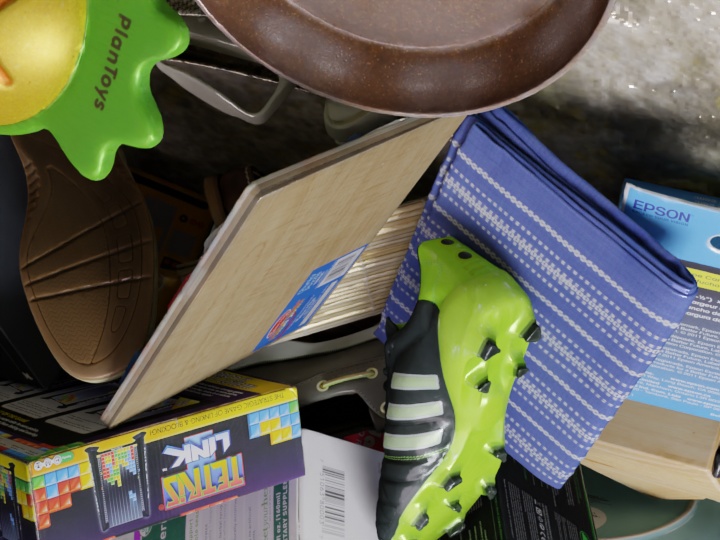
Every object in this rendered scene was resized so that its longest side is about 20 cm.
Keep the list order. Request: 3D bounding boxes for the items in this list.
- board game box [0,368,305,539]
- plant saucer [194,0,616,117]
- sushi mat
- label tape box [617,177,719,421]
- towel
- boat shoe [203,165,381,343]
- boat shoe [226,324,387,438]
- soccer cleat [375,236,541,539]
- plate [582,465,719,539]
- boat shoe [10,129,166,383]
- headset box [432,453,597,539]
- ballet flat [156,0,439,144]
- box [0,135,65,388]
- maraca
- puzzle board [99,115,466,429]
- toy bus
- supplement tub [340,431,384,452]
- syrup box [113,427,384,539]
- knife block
[{"bbox_3d":[-0.154,0.095,0.914,0.165,0.057,0.199,-12,-168,-35],"label":"board game box"},{"bbox_3d":[0.012,-0.148,0.671,0.199,0.035,0.201,12,140,10],"label":"plant saucer"},{"bbox_3d":[0.000,0.000,0.910,0.199,0.012,0.096,-16,147,2],"label":"sushi mat"},{"bbox_3d":[0.199,0.008,0.852,0.142,0.066,0.200,13,148,9],"label":"label tape box"},{"bbox_3d":[0.085,0.018,0.848,0.145,0.024,0.200,41,144,14],"label":"towel"},{"bbox_3d":[-0.028,-0.006,0.968,0.070,0.071,0.200,-20,149,11],"label":"boat shoe"},{"bbox_3d":[0.005,0.071,0.974,0.200,0.061,0.072,-11,152,7],"label":"boat shoe"},{"bbox_3d":[0.041,0.071,0.870,0.081,0.067,0.201,49,139,36],"label":"soccer cleat"},{"bbox_3d":[0.156,0.159,1.079,0.199,0.200,0.026,4,109,25],"label":"plate"},{"bbox_3d":[-0.145,-0.029,0.870,0.073,0.201,0.063,-14,155,2],"label":"boat shoe"},{"bbox_3d":[0.041,0.206,0.966,0.093,0.175,0.200,35,120,-29],"label":"headset box"},{"bbox_3d":[-0.031,-0.100,0.775,0.199,0.076,0.068,14,152,7],"label":"ballet flat"},{"bbox_3d":[-0.247,-0.035,0.941,0.141,0.079,0.201,8,136,49],"label":"box"},{"bbox_3d":[-0.158,-0.124,0.739,0.199,0.107,0.138,31,119,25],"label":"maraca"},{"bbox_3d":[-0.041,-0.005,0.802,0.017,0.150,0.200,51,136,13],"label":"puzzle board"},{"bbox_3d":[-0.141,0.006,1.038,0.065,0.079,0.200,21,153,-6],"label":"toy bus"},{"bbox_3d":[-0.033,0.110,1.099,0.199,0.141,0.140,21,153,-6],"label":"supplement tub"},{"bbox_3d":[-0.071,0.164,0.983,0.081,0.079,0.199,21,148,-38],"label":"syrup box"},{"bbox_3d":[0.193,0.090,0.976,0.199,0.064,0.175,26,163,-15],"label":"knife block"}]
